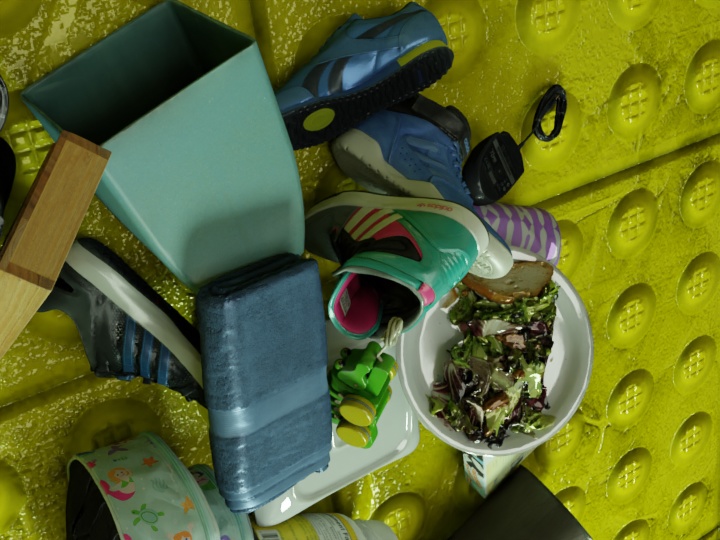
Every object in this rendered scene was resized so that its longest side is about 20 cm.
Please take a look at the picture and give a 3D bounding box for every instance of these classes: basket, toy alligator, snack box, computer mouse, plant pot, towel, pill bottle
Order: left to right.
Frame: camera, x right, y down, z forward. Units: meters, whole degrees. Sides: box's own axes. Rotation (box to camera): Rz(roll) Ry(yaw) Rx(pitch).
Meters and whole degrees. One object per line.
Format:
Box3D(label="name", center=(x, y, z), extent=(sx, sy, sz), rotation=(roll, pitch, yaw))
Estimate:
Box3D(label="plant pot", center=(-0.132, -0.077, 0.718), extent=(0.141, 0.141, 0.200), rotation=(-38, 133, -15))
Box3D(label="towel", center=(-0.077, 0.090, 0.734), extent=(0.111, 0.048, 0.201), rotation=(-22, 121, -38))
Box3D(label="pill bottle", center=(-0.061, 0.305, 0.926), extent=(0.200, 0.114, 0.115), rotation=(10, 103, -36))
Box3D(label="toy alligator", center=(-0.003, 0.090, 0.766), extent=(0.200, 0.054, 0.059), rotation=(98, 18, -52))
Box3D(label="basket", center=(0.162, 0.347, 1.074), extent=(0.200, 0.180, 0.136), rotation=(-40, 93, -5))
Box3D(label="snack box", center=(0.166, 0.178, 1.023), extent=(0.116, 0.037, 0.200), rotation=(-40, 153, -14))
Box3D(label="computer mouse", center=(0.156, -0.130, 0.931), extent=(0.200, 0.034, 0.059), rotation=(-44, 118, -36))

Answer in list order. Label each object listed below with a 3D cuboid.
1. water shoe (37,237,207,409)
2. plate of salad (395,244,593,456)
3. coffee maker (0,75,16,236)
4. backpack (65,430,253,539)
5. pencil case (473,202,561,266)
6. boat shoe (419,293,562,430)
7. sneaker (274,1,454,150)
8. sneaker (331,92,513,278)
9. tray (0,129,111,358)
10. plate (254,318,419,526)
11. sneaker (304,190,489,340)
Box3D(label="water shoe", center=(-0.185, 0.063, 0.762), extent=(0.079, 0.072, 0.200), rotation=(-42, 103, 1))
Box3D(label="plate of salad", center=(0.131, 0.075, 0.857), extent=(0.199, 0.048, 0.201), rotation=(1, 87, -14))
Box3D(label="coffee maker", center=(-0.275, -0.048, 0.577), extent=(0.192, 0.200, 0.135), rotation=(-44, 115, -2))
Box3D(label="backpack", center=(-0.177, 0.242, 0.782), extent=(0.150, 0.177, 0.201), rotation=(-17, 119, -29))
Box3D(label="pencil case", center=(0.113, -0.030, 0.927), extent=(0.200, 0.084, 0.086), rotation=(0, 72, -33))
Box3D(label="boat shoe", center=(0.139, 0.087, 0.913), extent=(0.200, 0.060, 0.074), rotation=(-42, 116, -12))
Box3D(label="sneaker", center=(-0.019, -0.173, 0.809), extent=(0.200, 0.079, 0.066), rotation=(-28, 159, -5))
Box3D(label="sneaker", center=(0.081, -0.088, 0.830), extent=(0.111, 0.200, 0.077), rotation=(-44, 159, -17))
Box3D(label="tray", center=(-0.227, -0.009, 0.623), extent=(0.037, 0.200, 0.099), rotation=(26, 62, -21))
Box3D(label="plate", center=(-0.015, 0.134, 0.864), extent=(0.200, 0.032, 0.200), rotation=(-21, 125, -31))
Box3D(label="sneaker", center=(0.000, 0.000, 0.778), extent=(0.121, 0.200, 0.084), rotation=(-51, 126, -32))
